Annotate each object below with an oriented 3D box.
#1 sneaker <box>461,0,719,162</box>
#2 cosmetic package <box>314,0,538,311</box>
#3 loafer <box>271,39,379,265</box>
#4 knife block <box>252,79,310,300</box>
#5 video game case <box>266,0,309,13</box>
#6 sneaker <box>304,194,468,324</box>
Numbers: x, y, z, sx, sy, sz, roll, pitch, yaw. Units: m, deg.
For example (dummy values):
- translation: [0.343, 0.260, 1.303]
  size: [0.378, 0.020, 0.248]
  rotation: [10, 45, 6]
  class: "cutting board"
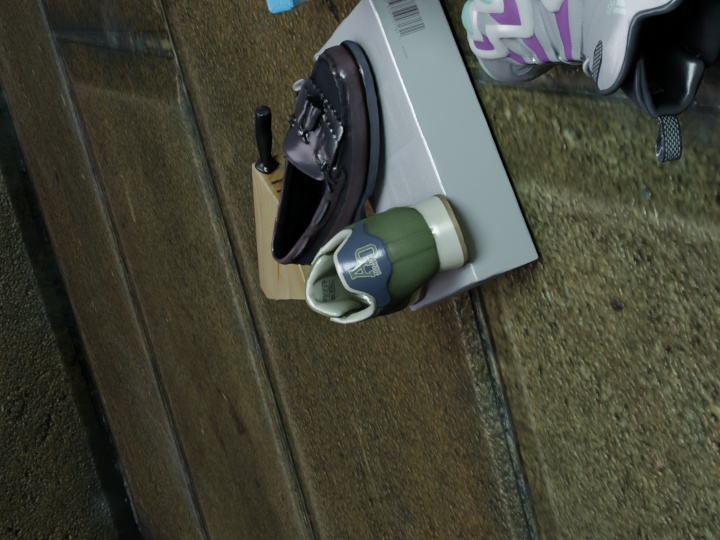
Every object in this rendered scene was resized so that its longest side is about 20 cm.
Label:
- translation: [0.120, -0.109, 0.802]
  size: [0.200, 0.077, 0.140]
  rotation: [113, 135, -65]
  class: "sneaker"
- translation: [0.040, -0.082, 1.110]
  size: [0.201, 0.051, 0.151]
  rotation: [69, 161, 2]
  class: "cosmetic package"
- translation: [-0.028, -0.071, 1.133]
  size: [0.201, 0.063, 0.072]
  rotation: [96, 153, -50]
  class: "loafer"
- translation: [-0.055, -0.066, 1.387]
  size: [0.200, 0.064, 0.177]
  rotation: [178, 74, -72]
  class: "knife block"
- translation: [-0.031, -0.245, 0.998]
  size: [0.200, 0.018, 0.144]
  rotation: [-45, -57, -63]
  class: "video game case"
- translation: [0.000, 0.000, 1.087]
  size: [0.067, 0.089, 0.200]
  rotation: [67, 164, 4]
  class: "sneaker"
